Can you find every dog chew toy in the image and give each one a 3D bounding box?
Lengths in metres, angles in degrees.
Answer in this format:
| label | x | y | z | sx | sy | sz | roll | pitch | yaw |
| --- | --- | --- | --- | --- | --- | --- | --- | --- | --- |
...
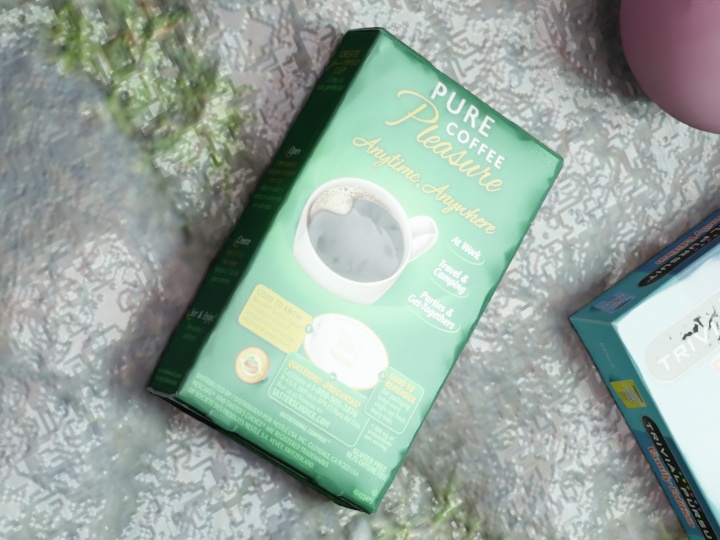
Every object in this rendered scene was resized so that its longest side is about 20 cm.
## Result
| label | x | y | z | sx | sy | sz | roll | pitch | yaw |
| --- | --- | --- | --- | --- | --- | --- | --- | --- | --- |
| dog chew toy | 0.169 | -0.171 | 1.323 | 0.124 | 0.124 | 0.201 | -22 | 94 | -21 |

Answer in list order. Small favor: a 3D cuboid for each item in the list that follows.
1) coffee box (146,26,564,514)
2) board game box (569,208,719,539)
| label | x | y | z | sx | sy | sz | roll | pitch | yaw |
| --- | --- | --- | --- | --- | --- | --- | --- | --- | --- |
| coffee box | 0.000 | 0.000 | 1.293 | 0.123 | 0.044 | 0.201 | 32 | 81 | -23 |
| board game box | 0.218 | 0.068 | 1.393 | 0.151 | 0.047 | 0.201 | -35 | 106 | -19 |
